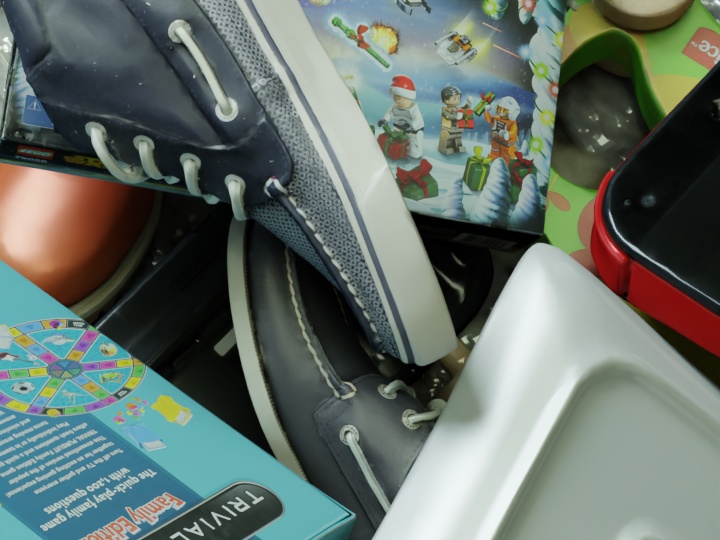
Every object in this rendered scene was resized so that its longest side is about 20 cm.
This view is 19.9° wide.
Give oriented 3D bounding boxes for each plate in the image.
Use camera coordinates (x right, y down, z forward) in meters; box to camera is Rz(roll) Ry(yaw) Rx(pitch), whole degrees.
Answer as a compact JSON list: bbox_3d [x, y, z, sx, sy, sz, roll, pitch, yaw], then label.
[{"bbox_3d":[0.096,0.123,0.702,0.200,0.032,0.200,38,66,-17],"label":"plate"}]

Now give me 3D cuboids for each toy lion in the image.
[{"bbox_3d":[0.133,-0.016,0.814,0.199,0.069,0.192,34,74,13],"label":"toy lion"}]

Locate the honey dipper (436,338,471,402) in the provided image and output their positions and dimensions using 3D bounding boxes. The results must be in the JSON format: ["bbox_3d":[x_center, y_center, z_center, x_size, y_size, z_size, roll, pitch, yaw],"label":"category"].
[{"bbox_3d":[0.000,0.000,0.769,0.200,0.038,0.038,43,68,2],"label":"honey dipper"}]

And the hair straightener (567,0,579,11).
[{"bbox_3d":[0.082,-0.135,0.820,0.199,0.041,0.078,-27,63,20],"label":"hair straightener"}]

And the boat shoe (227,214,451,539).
[{"bbox_3d":[0.010,0.065,0.725,0.062,0.073,0.202,-20,87,18],"label":"boat shoe"}]

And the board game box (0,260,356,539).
[{"bbox_3d":[-0.123,0.066,0.667,0.199,0.047,0.151,34,28,20],"label":"board game box"}]

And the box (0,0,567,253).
[{"bbox_3d":[-0.024,-0.092,0.748,0.198,0.040,0.138,9,78,-12],"label":"box"}]

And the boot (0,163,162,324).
[{"bbox_3d":[-0.103,-0.076,0.796,0.074,0.107,0.201,17,65,2],"label":"boot"}]

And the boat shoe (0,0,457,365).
[{"bbox_3d":[-0.049,-0.045,0.685,0.092,0.075,0.201,-28,88,-1],"label":"boat shoe"}]

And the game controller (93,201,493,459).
[{"bbox_3d":[-0.038,0.029,0.792,0.104,0.042,0.200,45,69,1],"label":"game controller"}]

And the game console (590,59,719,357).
[{"bbox_3d":[0.199,-0.034,0.740,0.176,0.031,0.200,34,69,28],"label":"game console"}]
